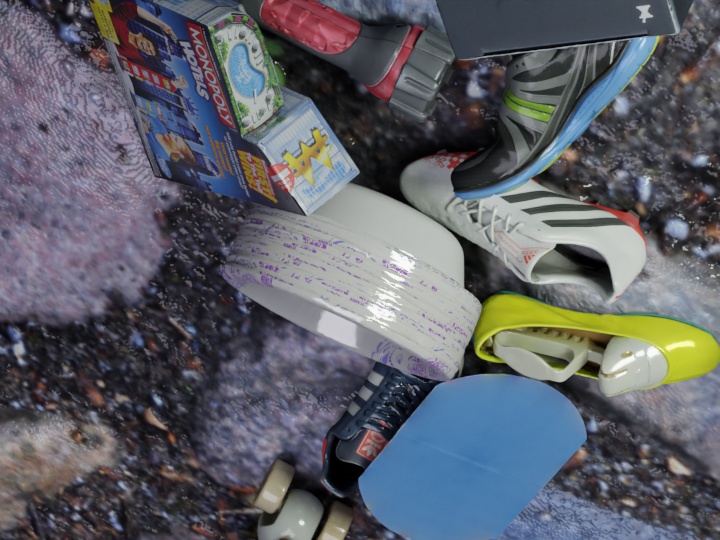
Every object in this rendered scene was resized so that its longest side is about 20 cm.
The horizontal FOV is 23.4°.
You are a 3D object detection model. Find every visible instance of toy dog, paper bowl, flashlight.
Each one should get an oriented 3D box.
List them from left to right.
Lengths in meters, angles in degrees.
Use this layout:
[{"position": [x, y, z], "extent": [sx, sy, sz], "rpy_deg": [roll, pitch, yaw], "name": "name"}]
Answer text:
[{"position": [-0.082, 0.276, 1.649], "extent": [0.131, 0.097, 0.201], "rpy_deg": [17, 132, 12], "name": "toy dog"}, {"position": [-0.026, -0.181, 1.276], "extent": [0.199, 0.068, 0.068], "rpy_deg": [28, 116, 3], "name": "flashlight"}, {"position": [0.000, 0.000, 1.348], "extent": [0.199, 0.105, 0.201], "rpy_deg": [23, 172, 3], "name": "paper bowl"}]

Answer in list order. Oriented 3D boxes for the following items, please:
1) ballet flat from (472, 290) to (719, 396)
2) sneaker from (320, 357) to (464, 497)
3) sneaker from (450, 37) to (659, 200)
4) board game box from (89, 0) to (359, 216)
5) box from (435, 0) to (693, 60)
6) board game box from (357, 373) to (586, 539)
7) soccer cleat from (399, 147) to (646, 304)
[{"position": [0.182, 0.067, 1.376], "extent": [0.198, 0.067, 0.067], "rpy_deg": [11, 130, 16], "name": "ballet flat"}, {"position": [0.023, 0.126, 1.487], "extent": [0.075, 0.085, 0.200], "rpy_deg": [30, 133, 0], "name": "sneaker"}, {"position": [0.130, -0.128, 1.243], "extent": [0.083, 0.071, 0.200], "rpy_deg": [43, 121, 2], "name": "sneaker"}, {"position": [-0.098, -0.128, 1.288], "extent": [0.199, 0.062, 0.201], "rpy_deg": [27, 147, 37], "name": "board game box"}, {"position": [0.139, -0.229, 1.068], "extent": [0.147, 0.200, 0.105], "rpy_deg": [-4, 125, 27], "name": "box"}, {"position": [0.091, 0.151, 1.486], "extent": [0.157, 0.039, 0.200], "rpy_deg": [23, 120, -27], "name": "board game box"}, {"position": [0.119, -0.033, 1.314], "extent": [0.199, 0.085, 0.069], "rpy_deg": [21, 133, 8], "name": "soccer cleat"}]
